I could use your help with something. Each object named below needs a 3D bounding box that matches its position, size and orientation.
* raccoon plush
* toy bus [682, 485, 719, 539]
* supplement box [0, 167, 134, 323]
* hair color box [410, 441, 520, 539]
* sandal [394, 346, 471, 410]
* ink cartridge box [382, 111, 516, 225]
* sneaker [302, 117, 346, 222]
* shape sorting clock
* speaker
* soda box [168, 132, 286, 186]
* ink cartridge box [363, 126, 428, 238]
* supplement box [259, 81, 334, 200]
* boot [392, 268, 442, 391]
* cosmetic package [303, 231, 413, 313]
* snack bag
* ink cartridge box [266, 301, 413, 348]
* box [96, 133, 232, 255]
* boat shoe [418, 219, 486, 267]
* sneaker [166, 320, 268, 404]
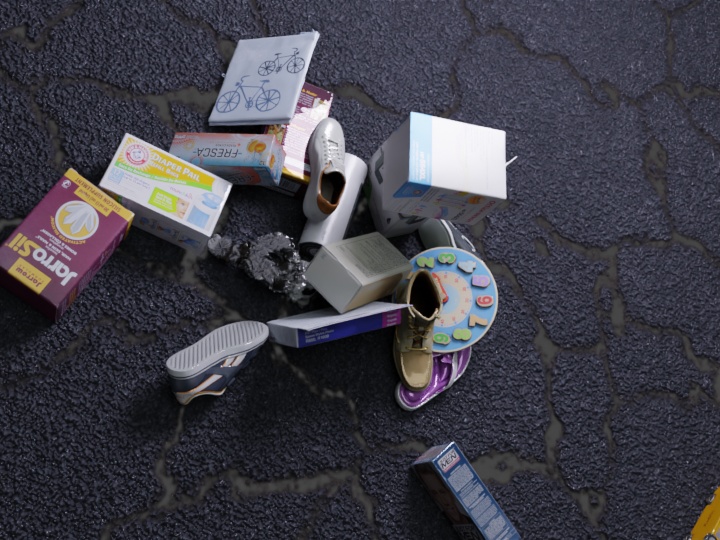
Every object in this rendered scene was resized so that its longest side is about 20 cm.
[{"bbox_3d":[-0.159,-0.011,1.488,0.199,0.134,0.097,28,77,24],"label":"raccoon plush"},{"bbox_3d":[0.720,0.506,1.658,0.078,0.065,0.200,47,62,-3],"label":"toy bus"},{"bbox_3d":[-0.478,-0.040,1.337,0.131,0.103,0.201,36,64,-8],"label":"supplement box"},{"bbox_3d":[0.180,0.402,1.454,0.060,0.100,0.201,-33,86,-26],"label":"hair color box"},{"bbox_3d":[0.146,0.184,1.542,0.083,0.050,0.203,46,62,-2],"label":"sandal"},{"bbox_3d":[0.150,-0.164,1.393,0.198,0.129,0.126,9,71,-16],"label":"ink cartridge box"},{"bbox_3d":[-0.048,-0.188,1.482,0.072,0.084,0.202,16,68,-30],"label":"sneaker"},{"bbox_3d":[0.156,0.053,1.555,0.198,0.039,0.202,-4,75,13],"label":"shape sorting clock"},{"bbox_3d":[-0.050,-0.118,1.549,0.081,0.081,0.201,23,65,-13],"label":"speaker"},{"bbox_3d":[-0.233,-0.194,1.452,0.198,0.064,0.069,4,66,20],"label":"soda box"},{"bbox_3d":[0.084,-0.164,1.551,0.083,0.200,0.147,-12,77,-25],"label":"ink cartridge box"},{"bbox_3d":[-0.131,-0.250,1.557,0.110,0.086,0.202,19,67,-15],"label":"supplement box"},{"bbox_3d":[0.102,0.106,1.456,0.072,0.155,0.202,2,78,-6],"label":"boot"},{"bbox_3d":[0.000,0.000,1.469,0.105,0.071,0.200,45,27,17],"label":"cosmetic package"},{"bbox_3d":[-0.179,-0.354,1.542,0.021,0.187,0.201,47,51,-54],"label":"snack bag"},{"bbox_3d":[-0.037,0.091,1.417,0.195,0.200,0.044,-12,96,-24],"label":"ink cartridge box"},{"bbox_3d":[-0.337,-0.128,1.424,0.199,0.101,0.113,25,65,-13],"label":"box"},{"bbox_3d":[0.182,-0.041,1.625,0.060,0.075,0.201,-30,91,-43],"label":"boat shoe"},{"bbox_3d":[-0.236,0.152,1.388,0.199,0.078,0.080,-26,126,-40],"label":"sneaker"}]
